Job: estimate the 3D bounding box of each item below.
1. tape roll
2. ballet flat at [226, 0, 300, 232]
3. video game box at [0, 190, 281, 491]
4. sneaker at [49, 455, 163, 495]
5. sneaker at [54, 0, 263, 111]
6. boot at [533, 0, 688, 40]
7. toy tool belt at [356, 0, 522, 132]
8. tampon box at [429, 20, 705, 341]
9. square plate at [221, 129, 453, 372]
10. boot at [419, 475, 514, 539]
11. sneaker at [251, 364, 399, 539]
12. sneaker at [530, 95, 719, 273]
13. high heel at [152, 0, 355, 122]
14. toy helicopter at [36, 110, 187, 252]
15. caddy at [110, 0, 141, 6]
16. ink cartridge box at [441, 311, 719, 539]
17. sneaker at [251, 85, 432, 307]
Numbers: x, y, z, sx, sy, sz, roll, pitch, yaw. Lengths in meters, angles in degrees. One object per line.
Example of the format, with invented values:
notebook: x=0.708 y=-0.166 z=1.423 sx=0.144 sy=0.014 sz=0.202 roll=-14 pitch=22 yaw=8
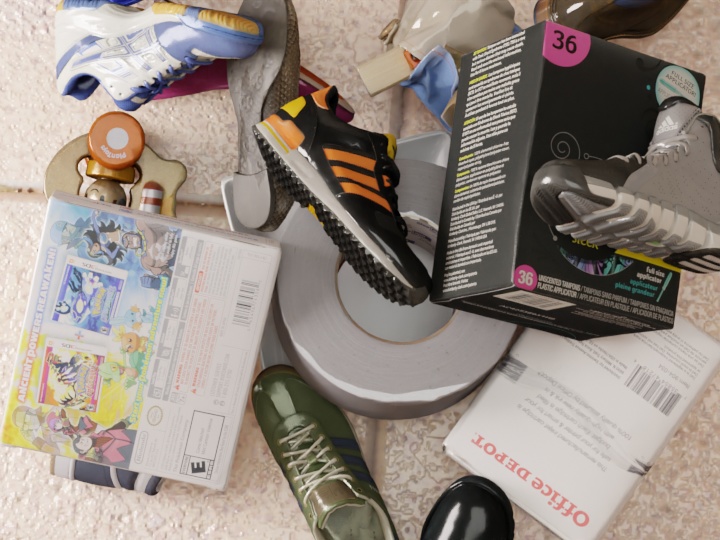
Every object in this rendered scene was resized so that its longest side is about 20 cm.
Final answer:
tape roll: x=0.029 y=0.015 z=1.440 sx=0.199 sy=0.066 sz=0.201 roll=1 pitch=74 yaw=-5
ballet flat: x=-0.072 y=-0.132 z=1.465 sx=0.067 sy=0.046 sz=0.201 roll=2 pitch=93 yaw=41
video game box: x=-0.171 y=0.055 z=1.395 sx=0.181 sy=0.047 sz=0.201 roll=13 pitch=100 yaw=-8
sneaker: x=-0.178 y=0.089 z=1.459 sx=0.108 sy=0.070 sz=0.201 roll=17 pitch=108 yaw=4
sneaker: x=-0.162 y=-0.170 z=1.456 sx=0.199 sy=0.075 sz=0.089 roll=6 pitch=91 yaw=34
boot: x=0.239 y=-0.234 z=1.460 sx=0.200 sy=0.097 sz=0.075 roll=-30 pitch=93 yaw=-36
toy tool belt: x=0.096 y=-0.139 z=1.475 sx=0.200 sy=0.125 sz=0.123 roll=40 pitch=74 yaw=-18
tampon box: x=0.155 y=-0.063 z=1.357 sx=0.149 sy=0.126 sz=0.201 roll=14 pitch=78 yaw=-26
square plate: x=0.000 y=0.000 z=1.502 sx=0.197 sy=0.028 sz=0.201 roll=-12 pitch=84 yaw=-4
boot: x=0.044 y=0.267 z=1.374 sx=0.073 sy=0.162 sz=0.199 roll=28 pitch=110 yaw=12
sneaker: x=-0.022 y=0.168 z=1.436 sx=0.067 sy=0.090 sz=0.201 roll=-29 pitch=96 yaw=0
sneaker: x=0.199 y=-0.075 z=1.275 sx=0.199 sy=0.075 sz=0.116 roll=19 pitch=70 yaw=-37
high heel: x=-0.107 y=-0.147 z=1.521 sx=0.199 sy=0.067 sz=0.096 roll=28 pitch=100 yaw=7
toy helicopter: x=-0.177 y=-0.028 z=1.495 sx=0.200 sy=0.079 sz=0.132 roll=38 pitch=78 yaw=-7
caddy: x=-0.197 y=-0.319 z=1.519 sx=0.141 sy=0.105 sz=0.201 roll=24 pitch=83 yaw=28
ink cartridge box: x=0.179 y=0.107 z=1.460 sx=0.145 sy=0.084 sz=0.200 roll=36 pitch=84 yaw=6
sneaker: x=0.004 y=-0.064 z=1.381 sx=0.090 sy=0.070 sz=0.200 roll=-38 pitch=65 yaw=-11
